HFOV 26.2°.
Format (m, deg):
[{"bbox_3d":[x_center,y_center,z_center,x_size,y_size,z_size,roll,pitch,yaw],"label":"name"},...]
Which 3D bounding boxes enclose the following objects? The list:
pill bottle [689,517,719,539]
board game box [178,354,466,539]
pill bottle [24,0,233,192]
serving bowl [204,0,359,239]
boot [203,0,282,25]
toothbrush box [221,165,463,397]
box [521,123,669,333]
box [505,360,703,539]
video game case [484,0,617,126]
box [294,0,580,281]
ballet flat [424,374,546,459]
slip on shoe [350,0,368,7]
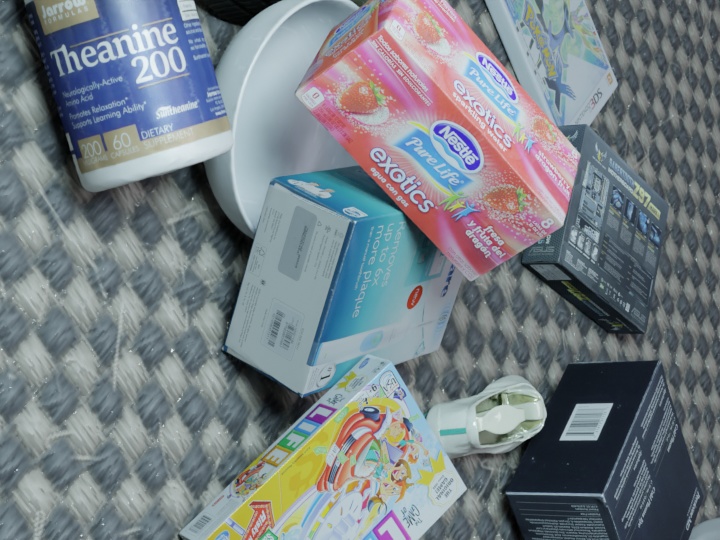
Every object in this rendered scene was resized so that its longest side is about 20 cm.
[{"bbox_3d":[0.436,0.378,1.746,0.200,0.112,0.113,51,44,-33],"label":"pill bottle"},{"bbox_3d":[-0.023,0.179,1.156,0.200,0.034,0.135,-43,119,-23],"label":"board game box"},{"bbox_3d":[-0.165,-0.163,1.053,0.111,0.111,0.201,-26,102,-54],"label":"pill bottle"},{"bbox_3d":[-0.059,-0.118,1.204,0.200,0.066,0.201,-29,126,-48],"label":"serving bowl"},{"bbox_3d":[-0.096,-0.275,1.202,0.200,0.077,0.139,17,68,-58],"label":"boot"},{"bbox_3d":[0.000,0.000,1.209,0.200,0.085,0.147,-13,126,-56],"label":"toothbrush box"},{"bbox_3d":[0.253,-0.041,1.642,0.200,0.051,0.158,34,64,-46],"label":"box"},{"bbox_3d":[0.243,0.220,1.512,0.200,0.104,0.183,-54,130,-46],"label":"box"},{"bbox_3d":[0.210,-0.247,1.678,0.182,0.022,0.201,-51,121,-48],"label":"video game case"},{"bbox_3d":[0.061,-0.107,1.140,0.200,0.095,0.103,46,35,-17],"label":"box"},{"bbox_3d":[0.132,0.136,1.428,0.200,0.069,0.070,-8,87,-55],"label":"ballet flat"},{"bbox_3d":[0.000,-0.240,1.242,0.061,0.200,0.074,-45,113,-17],"label":"slip on shoe"}]
